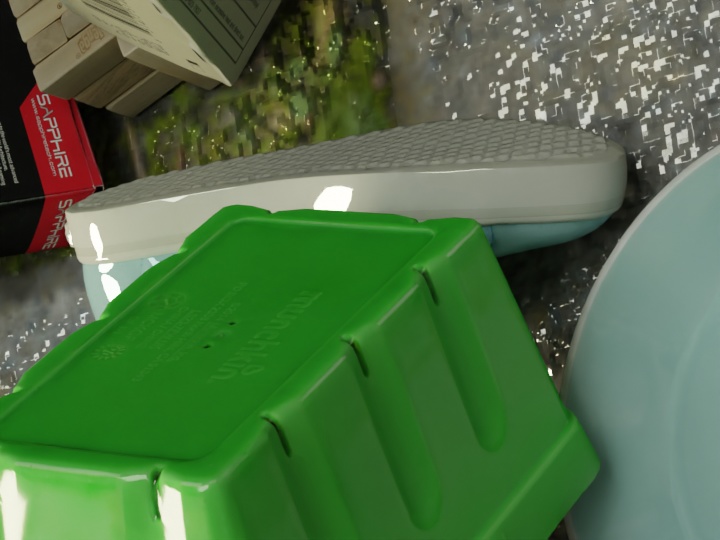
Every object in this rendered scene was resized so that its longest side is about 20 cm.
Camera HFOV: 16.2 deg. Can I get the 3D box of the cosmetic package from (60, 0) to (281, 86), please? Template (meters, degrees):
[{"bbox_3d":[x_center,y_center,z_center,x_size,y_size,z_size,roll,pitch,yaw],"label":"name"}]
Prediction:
[{"bbox_3d":[-0.037,-0.174,0.825,0.073,0.104,0.201,25,81,22],"label":"cosmetic package"}]

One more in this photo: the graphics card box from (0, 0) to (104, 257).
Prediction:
[{"bbox_3d":[-0.205,-0.056,0.901,0.126,0.199,0.051,70,154,20],"label":"graphics card box"}]

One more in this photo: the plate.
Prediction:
[{"bbox_3d":[0.150,0.049,0.746,0.199,0.026,0.202,-5,80,32],"label":"plate"}]

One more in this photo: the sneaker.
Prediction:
[{"bbox_3d":[0.000,0.000,0.836,0.199,0.074,0.082,-6,105,29],"label":"sneaker"}]

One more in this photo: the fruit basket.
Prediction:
[{"bbox_3d":[-0.032,0.104,0.742,0.155,0.215,0.217,4,84,29],"label":"fruit basket"}]

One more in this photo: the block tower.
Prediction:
[{"bbox_3d":[-0.109,-0.150,0.930,0.058,0.054,0.201,-33,65,25],"label":"block tower"}]
